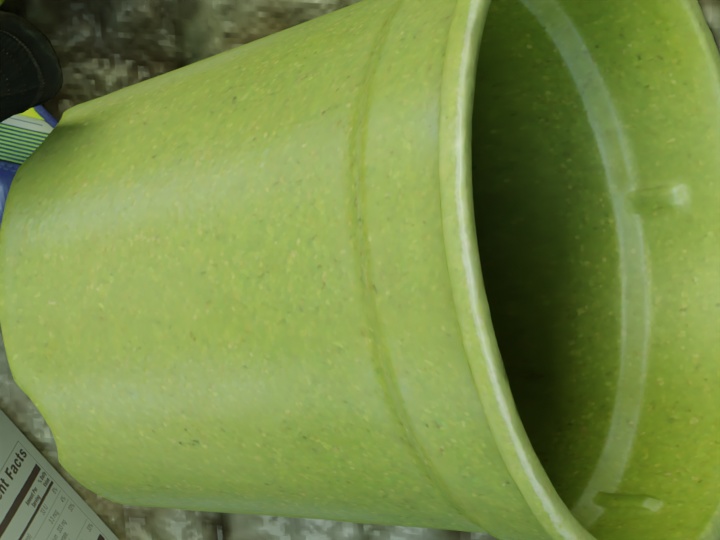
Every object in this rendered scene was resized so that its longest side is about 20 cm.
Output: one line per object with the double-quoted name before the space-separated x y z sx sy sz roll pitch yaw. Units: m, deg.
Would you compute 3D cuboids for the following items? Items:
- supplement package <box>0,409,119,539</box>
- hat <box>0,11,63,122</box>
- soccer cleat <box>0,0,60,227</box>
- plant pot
"supplement package" -0.193 0.126 0.916 0.152 0.151 0.200 -33 106 27
"hat" -0.191 -0.069 0.758 0.200 0.201 0.081 -19 78 22
"soccer cleat" -0.161 -0.087 0.858 0.084 0.065 0.200 -45 97 -1
"plant pot" 0.000 0.000 0.795 0.184 0.200 0.201 -8 116 31
